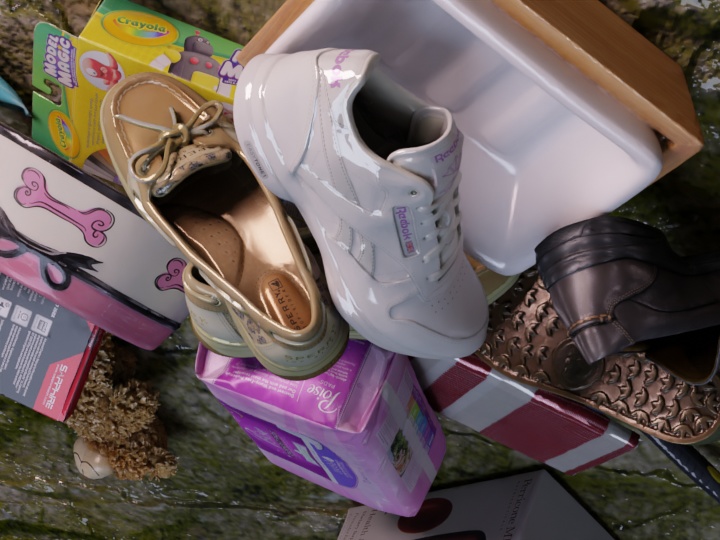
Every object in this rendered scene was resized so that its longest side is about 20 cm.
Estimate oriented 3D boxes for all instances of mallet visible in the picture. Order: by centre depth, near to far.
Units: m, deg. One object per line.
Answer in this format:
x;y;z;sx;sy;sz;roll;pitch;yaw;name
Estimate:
0.248;0.146;1.112;0.200;0.066;0.041;48;138;-5;mallet

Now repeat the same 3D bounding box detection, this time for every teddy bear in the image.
-0.206;0.089;1.267;0.144;0.067;0.201;16;141;15;teddy bear

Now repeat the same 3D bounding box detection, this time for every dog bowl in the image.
-0.178;-0.023;1.031;0.199;0.074;0.200;29;177;2;dog bowl

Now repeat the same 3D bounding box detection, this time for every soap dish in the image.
0.056;-0.099;0.881;0.200;0.081;0.157;35;142;-14;soap dish

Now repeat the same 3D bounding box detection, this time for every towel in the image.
0.069;0.072;1.090;0.199;0.023;0.144;26;165;-3;towel

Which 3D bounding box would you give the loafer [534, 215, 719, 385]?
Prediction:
0.173;0.028;0.919;0.199;0.073;0.073;10;152;-36;loafer

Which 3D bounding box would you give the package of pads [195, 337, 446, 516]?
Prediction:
-0.021;0.085;1.089;0.120;0.076;0.200;18;163;19;package of pads

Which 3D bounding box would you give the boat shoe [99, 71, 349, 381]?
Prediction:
-0.073;-0.035;0.906;0.200;0.073;0.063;50;171;18;boat shoe

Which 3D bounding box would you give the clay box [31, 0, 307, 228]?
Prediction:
-0.095;-0.086;1.010;0.199;0.048;0.115;23;142;4;clay box

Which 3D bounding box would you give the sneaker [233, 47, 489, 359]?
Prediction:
0.019;-0.028;0.857;0.099;0.075;0.200;-9;131;39;sneaker

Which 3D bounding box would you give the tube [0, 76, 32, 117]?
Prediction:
-0.285;-0.150;1.041;0.199;0.051;0.077;32;-177;-11;tube

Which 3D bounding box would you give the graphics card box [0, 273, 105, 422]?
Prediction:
-0.265;0.004;1.162;0.199;0.051;0.126;23;106;0;graphics card box

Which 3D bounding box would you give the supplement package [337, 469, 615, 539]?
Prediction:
0.072;0.272;1.226;0.199;0.192;0.147;-19;126;42;supplement package

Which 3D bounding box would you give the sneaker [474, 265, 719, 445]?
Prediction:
0.138;0.048;1.021;0.200;0.067;0.090;29;-174;28;sneaker

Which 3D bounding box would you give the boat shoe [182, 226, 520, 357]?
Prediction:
-0.001;-0.002;0.978;0.199;0.074;0.063;-9;152;-3;boat shoe
